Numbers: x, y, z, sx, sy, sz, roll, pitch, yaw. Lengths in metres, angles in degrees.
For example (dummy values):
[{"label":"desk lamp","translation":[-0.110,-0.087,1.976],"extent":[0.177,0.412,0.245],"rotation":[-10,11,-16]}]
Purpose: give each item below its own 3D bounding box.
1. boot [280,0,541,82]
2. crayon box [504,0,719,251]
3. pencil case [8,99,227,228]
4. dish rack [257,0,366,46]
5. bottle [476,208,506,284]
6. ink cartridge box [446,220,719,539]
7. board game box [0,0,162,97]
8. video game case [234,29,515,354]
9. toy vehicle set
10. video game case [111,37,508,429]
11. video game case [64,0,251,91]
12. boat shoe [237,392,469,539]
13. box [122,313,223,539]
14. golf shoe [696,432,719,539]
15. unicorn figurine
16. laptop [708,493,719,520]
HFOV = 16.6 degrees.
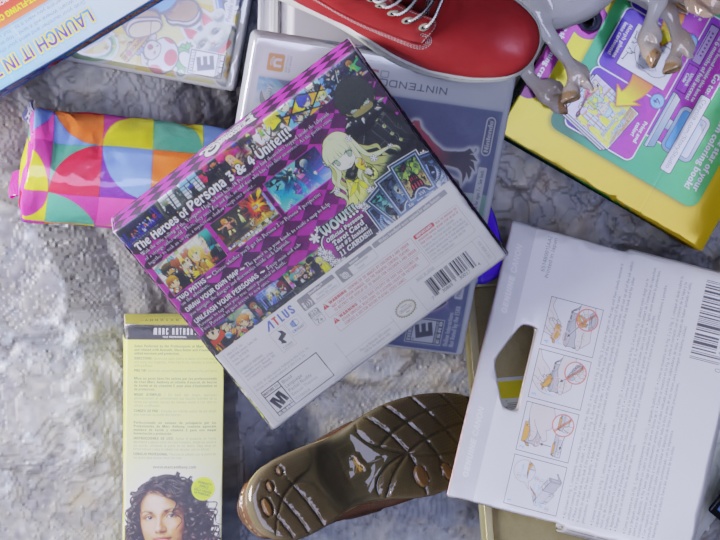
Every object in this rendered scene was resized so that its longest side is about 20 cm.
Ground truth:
[{"label":"boot","translation":[0.032,-0.173,1.554],"extent":[0.199,0.144,0.073],"rotation":[20,88,-11]},{"label":"crayon box","translation":[0.213,-0.144,1.748],"extent":[0.172,0.058,0.201],"rotation":[29,92,-10]},{"label":"pencil case","translation":[-0.143,-0.065,1.710],"extent":[0.198,0.088,0.089],"rotation":[6,97,-7]},{"label":"dish rack","translation":[0.015,-0.166,1.697],"extent":[0.170,0.044,0.202],"rotation":[3,78,-12]},{"label":"bottle","translation":[0.000,0.000,1.731],"extent":[0.198,0.084,0.066],"rotation":[-17,103,-5]},{"label":"ink cartridge box","translation":[0.164,0.084,1.716],"extent":[0.175,0.045,0.202],"rotation":[15,82,-1]},{"label":"board game box","translation":[-0.244,-0.232,1.668],"extent":[0.199,0.056,0.197],"rotation":[-29,93,5]},{"label":"video game case","translation":[-0.001,-0.050,1.659],"extent":[0.181,0.023,0.202],"rotation":[7,106,-11]},{"label":"toy vehicle set","translation":[0.141,0.102,1.755],"extent":[0.123,0.027,0.202],"rotation":[-3,78,-6]},{"label":"video game case","translation":[-0.033,-0.022,1.629],"extent":[0.199,0.036,0.182],"rotation":[-37,111,4]},{"label":"video game case","translation":[-0.157,-0.240,1.715],"extent":[0.180,0.023,0.202],"rotation":[10,96,-7]},{"label":"boat shoe","translation":[0.002,0.138,1.759],"extent":[0.199,0.068,0.073],"rotation":[-19,89,-21]},{"label":"box","translation":[-0.133,0.133,1.751],"extent":[0.075,0.050,0.202],"rotation":[-1,97,-6]},{"label":"golf shoe","translation":[0.253,0.141,1.783],"extent":[0.091,0.075,0.202],"rotation":[11,97,-11]},{"label":"unicorn figurine","translation":[0.138,-0.183,1.678],"extent":[0.199,0.074,0.138],"rotation":[-18,80,-12]},{"label":"laptop","translation":[0.366,0.157,1.780],"extent":[0.200,0.103,0.177],"rotation":[41,92,-9]}]
